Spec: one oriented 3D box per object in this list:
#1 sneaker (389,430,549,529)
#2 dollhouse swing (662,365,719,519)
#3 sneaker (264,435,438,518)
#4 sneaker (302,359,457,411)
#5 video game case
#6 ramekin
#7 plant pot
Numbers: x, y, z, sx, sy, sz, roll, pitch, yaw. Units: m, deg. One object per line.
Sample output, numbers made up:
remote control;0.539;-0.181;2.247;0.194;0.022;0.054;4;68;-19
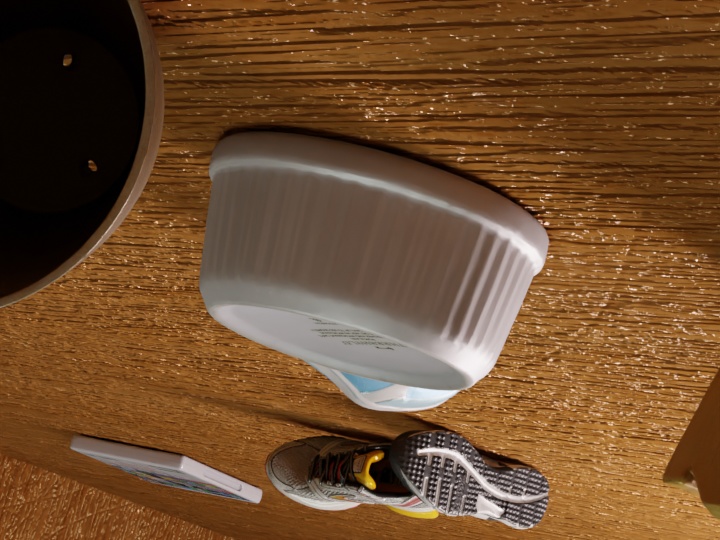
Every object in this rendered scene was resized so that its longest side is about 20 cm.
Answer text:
sneaker;0.088;0.198;2.154;0.080;0.074;0.200;7;165;45
dollhouse swing;0.312;0.109;1.236;0.200;0.182;0.176;2;142;48
sneaker;-0.002;0.197;2.298;0.199;0.078;0.082;2;160;18
sneaker;0.033;0.051;1.529;0.130;0.080;0.200;6;166;45
video game case;-0.259;0.265;3.066;0.199;0.023;0.182;6;165;36
ramekin;0.000;0.000;1.295;0.202;0.095;0.202;16;168;3
plant pot;-0.164;-0.072;1.034;0.186;0.187;0.200;15;-179;6
